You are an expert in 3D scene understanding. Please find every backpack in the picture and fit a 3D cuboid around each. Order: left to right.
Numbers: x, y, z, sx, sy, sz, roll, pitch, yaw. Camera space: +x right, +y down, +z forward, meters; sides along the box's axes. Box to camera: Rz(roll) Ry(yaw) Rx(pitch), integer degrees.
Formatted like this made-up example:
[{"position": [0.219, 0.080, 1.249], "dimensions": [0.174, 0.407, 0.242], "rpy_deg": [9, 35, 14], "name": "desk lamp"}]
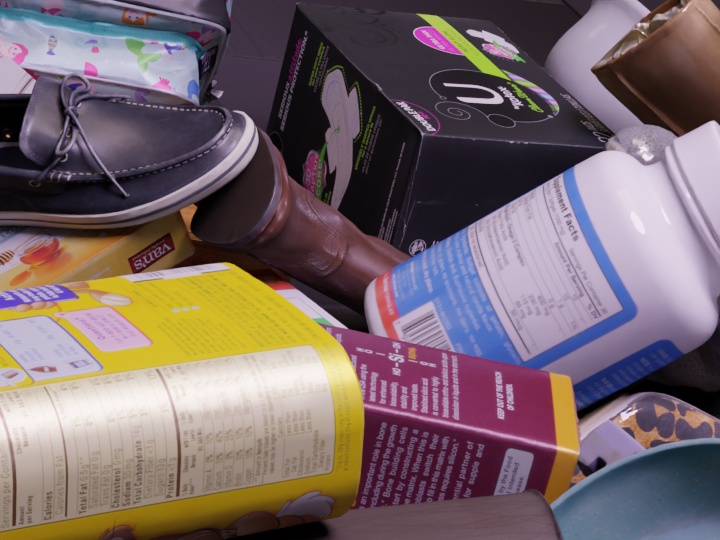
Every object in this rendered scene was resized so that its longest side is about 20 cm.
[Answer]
[{"position": [-0.170, -0.144, 1.614], "dimensions": [0.177, 0.151, 0.200], "rpy_deg": [10, -16, -10], "name": "backpack"}]

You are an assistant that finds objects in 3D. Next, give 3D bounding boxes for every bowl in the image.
[{"position": [0.170, -0.074, 1.683], "dimensions": [0.090, 0.201, 0.201], "rpy_deg": [-30, 36, -7], "name": "bowl"}]

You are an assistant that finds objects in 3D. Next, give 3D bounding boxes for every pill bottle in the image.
[{"position": [0.112, 0.009, 1.332], "dimensions": [0.200, 0.112, 0.112], "rpy_deg": [-29, 21, 12], "name": "pill bottle"}]

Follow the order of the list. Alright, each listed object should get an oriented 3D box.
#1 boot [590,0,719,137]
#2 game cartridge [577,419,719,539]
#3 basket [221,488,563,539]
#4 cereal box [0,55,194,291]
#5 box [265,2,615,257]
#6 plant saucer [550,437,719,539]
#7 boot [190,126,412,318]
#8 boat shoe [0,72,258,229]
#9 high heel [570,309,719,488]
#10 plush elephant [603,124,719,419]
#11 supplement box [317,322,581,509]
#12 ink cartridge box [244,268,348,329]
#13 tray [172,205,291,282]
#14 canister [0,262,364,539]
[{"position": [0.213, -0.060, 1.557], "dimensions": [0.200, 0.175, 0.066], "rpy_deg": [43, 49, -11], "name": "boot"}, {"position": [0.185, 0.159, 1.201], "dimensions": [0.200, 0.038, 0.130], "rpy_deg": [41, -8, 46], "name": "game cartridge"}, {"position": [-0.026, 0.165, 1.039], "dimensions": [0.200, 0.136, 0.180], "rpy_deg": [5, 50, -11], "name": "basket"}, {"position": [-0.201, -0.030, 1.418], "dimensions": [0.144, 0.040, 0.200], "rpy_deg": [-33, 43, -17], "name": "cereal box"}, {"position": [0.046, -0.068, 1.621], "dimensions": [0.148, 0.124, 0.200], "rpy_deg": [2, 27, -27], "name": "box"}, {"position": [0.137, 0.167, 1.111], "dimensions": [0.200, 0.200, 0.036], "rpy_deg": [40, -4, 45], "name": "plant saucer"}, {"position": [0.000, 0.000, 1.422], "dimensions": [0.200, 0.064, 0.186], "rpy_deg": [35, 4, -18], "name": "boot"}, {"position": [-0.152, -0.064, 1.360], "dimensions": [0.200, 0.062, 0.075], "rpy_deg": [-3, 41, 16], "name": "boat shoe"}, {"position": [0.163, 0.124, 1.356], "dimensions": [0.200, 0.143, 0.071], "rpy_deg": [-33, 6, -22], "name": "high heel"}, {"position": [0.164, 0.012, 1.482], "dimensions": [0.165, 0.200, 0.155], "rpy_deg": [-6, 8, -37], "name": "plush elephant"}, {"position": [-0.007, 0.093, 1.238], "dimensions": [0.200, 0.110, 0.086], "rpy_deg": [13, 22, -4], "name": "supplement box"}, {"position": [-0.075, 0.038, 1.401], "dimensions": [0.109, 0.050, 0.200], "rpy_deg": [-6, 31, -39], "name": "ink cartridge box"}, {"position": [-0.143, -0.031, 1.539], "dimensions": [0.200, 0.037, 0.099], "rpy_deg": [8, 24, -12], "name": "tray"}, {"position": [-0.116, 0.058, 1.010], "dimensions": [0.200, 0.087, 0.149], "rpy_deg": [-8, 23, -28], "name": "canister"}]
